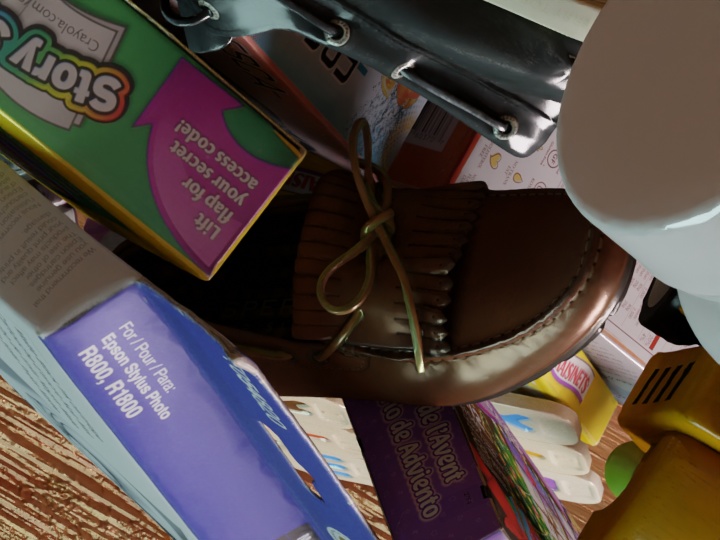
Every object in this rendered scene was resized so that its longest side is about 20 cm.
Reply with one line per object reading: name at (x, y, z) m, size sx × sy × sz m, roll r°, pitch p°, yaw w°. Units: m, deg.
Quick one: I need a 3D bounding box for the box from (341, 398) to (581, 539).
box at (0.059, 0.112, 1.045) m, size 0.200 × 0.039 × 0.137 m, roll 54°, pitch -171°, yaw -39°

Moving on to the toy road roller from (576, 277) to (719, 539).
toy road roller at (0.145, 0.059, 0.960) m, size 0.123 × 0.146 × 0.200 m, roll 31°, pitch 173°, yaw -5°

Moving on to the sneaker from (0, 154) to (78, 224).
sneaker at (-0.123, -0.071, 1.144) m, size 0.076 × 0.115 × 0.200 m, roll -1°, pitch 112°, yaw 33°

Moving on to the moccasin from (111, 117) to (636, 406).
moccasin at (0.001, -0.001, 0.972) m, size 0.201 × 0.074 × 0.078 m, roll 1°, pitch 152°, yaw 43°

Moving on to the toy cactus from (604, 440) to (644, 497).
toy cactus at (0.158, 0.096, 1.192) m, size 0.200 × 0.102 × 0.165 m, roll 11°, pitch -158°, yaw 42°

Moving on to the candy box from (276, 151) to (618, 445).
candy box at (0.027, 0.010, 1.116) m, size 0.102 × 0.026 × 0.200 m, roll 20°, pitch 168°, yaw 24°

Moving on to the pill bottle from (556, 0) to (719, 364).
pill bottle at (0.145, -0.001, 0.692) m, size 0.200 × 0.114 × 0.114 m, roll 35°, pitch 171°, yaw -31°

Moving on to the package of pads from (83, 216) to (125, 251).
package of pads at (-0.031, -0.017, 1.239) m, size 0.076 × 0.121 × 0.200 m, roll 11°, pitch 163°, yaw 31°

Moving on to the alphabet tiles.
alphabet tiles at (-0.002, 0.053, 1.200) m, size 0.195 × 0.015 × 0.200 m, roll 10°, pitch 162°, yaw 15°

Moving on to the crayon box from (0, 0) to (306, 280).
crayon box at (-0.128, -0.088, 0.963) m, size 0.200 × 0.058 × 0.173 m, roll 39°, pitch 174°, yaw -19°

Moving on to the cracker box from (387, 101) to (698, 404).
cracker box at (0.059, -0.014, 1.151) m, size 0.134 × 0.058 × 0.200 m, roll 19°, pitch 166°, yaw 49°

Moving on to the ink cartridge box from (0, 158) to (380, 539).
ink cartridge box at (-0.080, 0.035, 0.970) m, size 0.200 × 0.041 × 0.200 m, roll 37°, pitch 167°, yaw 35°

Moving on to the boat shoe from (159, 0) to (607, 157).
boat shoe at (-0.024, -0.086, 0.819) m, size 0.199 × 0.066 × 0.075 m, roll 19°, pitch -154°, yaw -16°

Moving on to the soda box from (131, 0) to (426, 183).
soda box at (-0.037, -0.099, 0.944) m, size 0.068 × 0.064 × 0.200 m, roll 26°, pitch 171°, yaw 27°
